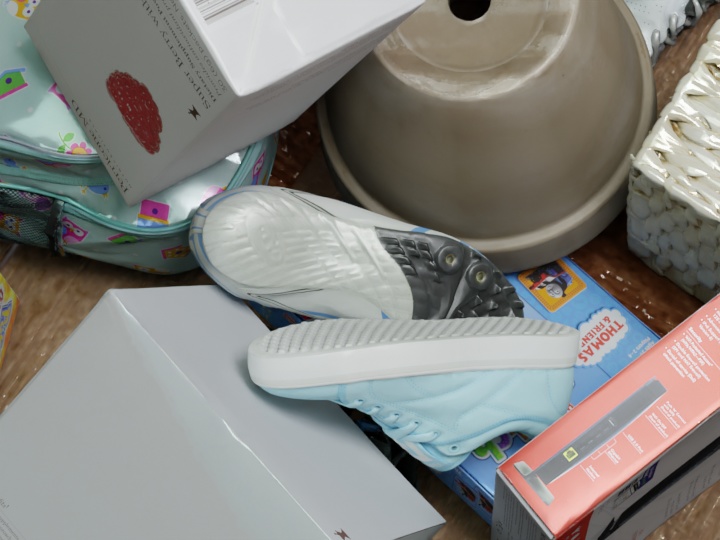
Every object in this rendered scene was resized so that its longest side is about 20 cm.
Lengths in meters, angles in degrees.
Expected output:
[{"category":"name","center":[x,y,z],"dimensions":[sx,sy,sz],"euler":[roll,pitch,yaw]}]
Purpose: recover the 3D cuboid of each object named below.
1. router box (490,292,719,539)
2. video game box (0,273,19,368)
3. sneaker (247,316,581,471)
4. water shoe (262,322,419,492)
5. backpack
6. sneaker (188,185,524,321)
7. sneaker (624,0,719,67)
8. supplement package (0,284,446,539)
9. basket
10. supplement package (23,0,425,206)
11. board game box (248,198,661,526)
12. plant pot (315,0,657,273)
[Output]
[{"category":"router box","center":[0.154,0.096,1.327],"dimensions":[0.179,0.200,0.049],"euler":[-37,73,-10]},{"category":"video game box","center":[-0.253,0.075,1.361],"dimensions":[0.047,0.182,0.201],"euler":[11,72,8]},{"category":"sneaker","center":[0.032,0.070,1.314],"dimensions":[0.199,0.074,0.082],"euler":[0,98,-26]},{"category":"water shoe","center":[-0.005,0.107,1.390],"dimensions":[0.079,0.071,0.201],"euler":[-32,80,23]},{"category":"backpack","center":[-0.146,-0.096,1.436],"dimensions":[0.199,0.153,0.177],"euler":[19,68,1]},{"category":"sneaker","center":[0.000,0.000,1.373],"dimensions":[0.199,0.072,0.072],"euler":[20,94,-14]},{"category":"sneaker","center":[0.178,-0.130,1.480],"dimensions":[0.199,0.075,0.116],"euler":[-21,76,6]},{"category":"supplement package","center":[-0.103,0.143,1.313],"dimensions":[0.191,0.147,0.200],"euler":[47,107,15]},{"category":"basket","center":[0.232,-0.049,1.380],"dimensions":[0.135,0.200,0.124],"euler":[33,82,13]},{"category":"supplement package","center":[-0.076,-0.133,1.271],"dimensions":[0.119,0.200,0.122],"euler":[-30,88,-25]},{"category":"board game box","center":[0.057,0.032,1.423],"dimensions":[0.200,0.037,0.151],"euler":[42,63,15]},{"category":"plant pot","center":[0.066,-0.116,1.359],"dimensions":[0.199,0.174,0.201],"euler":[-2,74,5]}]
